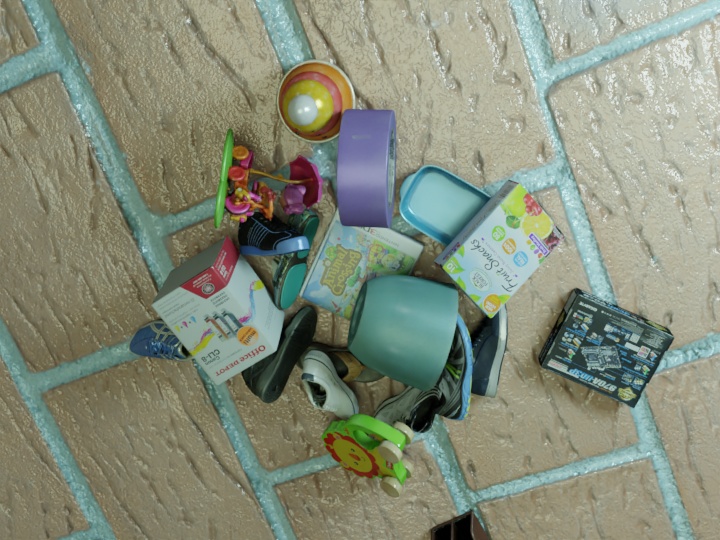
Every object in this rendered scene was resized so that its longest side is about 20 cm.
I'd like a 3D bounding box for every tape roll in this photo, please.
[{"bbox_3d":[0.014,-0.175,1.367,0.084,0.200,0.203,2,107,7],"label":"tape roll"}]

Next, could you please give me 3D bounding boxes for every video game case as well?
[{"bbox_3d":[0.000,0.000,1.514,0.180,0.022,0.202,26,108,0],"label":"video game case"}]

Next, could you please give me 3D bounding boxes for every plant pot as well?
[{"bbox_3d":[0.067,0.099,1.427,0.159,0.201,0.203,16,108,-8],"label":"plant pot"}]

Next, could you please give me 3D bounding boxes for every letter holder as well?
[{"bbox_3d":[0.230,0.621,1.603,0.100,0.142,0.201,-28,101,14],"label":"letter holder"}]

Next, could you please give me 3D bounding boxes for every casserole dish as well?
[{"bbox_3d":[0.164,-0.112,1.451,0.198,0.039,0.122,30,108,-1],"label":"casserole dish"}]

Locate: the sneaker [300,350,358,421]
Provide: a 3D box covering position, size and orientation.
[{"bbox_3d":[-0.066,0.241,1.534,0.072,0.071,0.201,1,138,34],"label":"sneaker"}]

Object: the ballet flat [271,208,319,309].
[{"bbox_3d":[-0.134,-0.027,1.508,0.073,0.074,0.202,21,106,1],"label":"ballet flat"}]

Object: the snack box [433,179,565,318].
[{"bbox_3d":[0.248,-0.038,1.410,0.200,0.053,0.142,-47,110,0],"label":"snack box"}]

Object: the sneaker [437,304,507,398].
[{"bbox_3d":[0.199,0.140,1.500,0.144,0.077,0.205,8,108,2],"label":"sneaker"}]

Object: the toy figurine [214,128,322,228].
[{"bbox_3d":[-0.158,-0.149,1.420,0.181,0.202,0.151,8,137,-6],"label":"toy figurine"}]

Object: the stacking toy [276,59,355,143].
[{"bbox_3d":[-0.091,-0.280,1.350,0.144,0.200,0.148,2,107,7],"label":"stacking toy"}]

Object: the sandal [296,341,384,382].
[{"bbox_3d":[-0.037,0.181,1.555,0.197,0.055,0.083,8,107,5],"label":"sandal"}]

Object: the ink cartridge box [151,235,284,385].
[{"bbox_3d":[-0.255,0.074,1.464,0.144,0.145,0.201,-30,111,14],"label":"ink cartridge box"}]

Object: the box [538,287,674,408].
[{"bbox_3d":[0.457,0.145,1.483,0.198,0.046,0.161,23,108,0],"label":"box"}]

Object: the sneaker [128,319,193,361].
[{"bbox_3d":[-0.372,0.141,1.576,0.197,0.077,0.077,-7,106,9],"label":"sneaker"}]

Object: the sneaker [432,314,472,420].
[{"bbox_3d":[0.162,0.176,1.441,0.081,0.071,0.203,3,102,6],"label":"sneaker"}]

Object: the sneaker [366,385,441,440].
[{"bbox_3d":[0.079,0.291,1.540,0.076,0.115,0.201,41,107,-6],"label":"sneaker"}]

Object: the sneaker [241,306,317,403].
[{"bbox_3d":[-0.167,0.146,1.549,0.114,0.076,0.201,27,86,36],"label":"sneaker"}]

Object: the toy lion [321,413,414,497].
[{"bbox_3d":[0.008,0.346,1.547,0.190,0.069,0.201,22,141,23],"label":"toy lion"}]

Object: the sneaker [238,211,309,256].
[{"bbox_3d":[-0.165,-0.069,1.446,0.199,0.070,0.079,2,99,49],"label":"sneaker"}]
